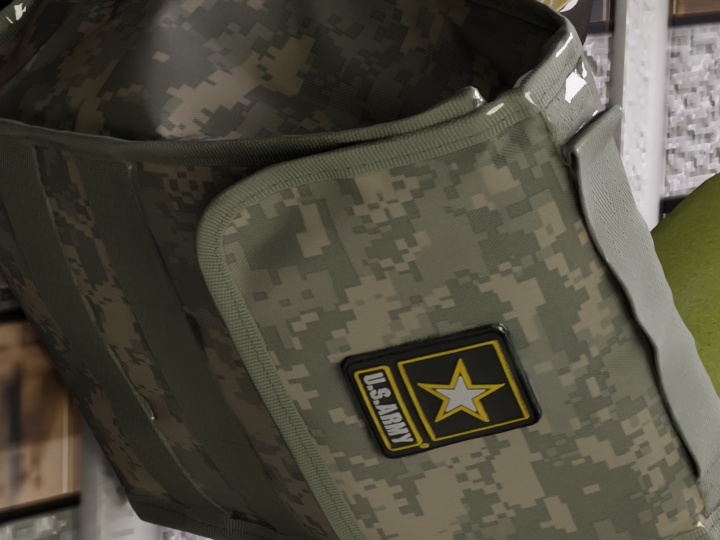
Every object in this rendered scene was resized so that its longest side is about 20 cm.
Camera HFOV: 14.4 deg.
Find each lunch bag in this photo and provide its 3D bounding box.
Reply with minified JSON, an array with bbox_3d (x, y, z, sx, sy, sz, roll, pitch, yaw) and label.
[{"bbox_3d":[0.000,0.000,0.774,0.118,0.199,0.165,-49,131,-29],"label":"lunch bag"}]

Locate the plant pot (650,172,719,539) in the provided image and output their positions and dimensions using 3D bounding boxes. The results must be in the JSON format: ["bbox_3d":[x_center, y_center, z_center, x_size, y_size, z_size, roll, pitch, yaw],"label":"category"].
[{"bbox_3d":[0.096,0.096,0.938,0.200,0.187,0.188,-33,123,-24],"label":"plant pot"}]

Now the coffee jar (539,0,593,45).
[{"bbox_3d":[0.020,-0.136,0.821,0.104,0.085,0.201,-35,139,-37],"label":"coffee jar"}]
